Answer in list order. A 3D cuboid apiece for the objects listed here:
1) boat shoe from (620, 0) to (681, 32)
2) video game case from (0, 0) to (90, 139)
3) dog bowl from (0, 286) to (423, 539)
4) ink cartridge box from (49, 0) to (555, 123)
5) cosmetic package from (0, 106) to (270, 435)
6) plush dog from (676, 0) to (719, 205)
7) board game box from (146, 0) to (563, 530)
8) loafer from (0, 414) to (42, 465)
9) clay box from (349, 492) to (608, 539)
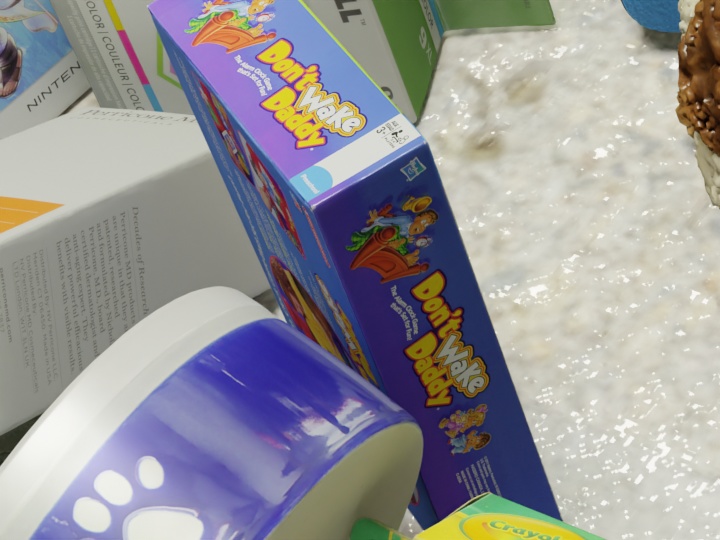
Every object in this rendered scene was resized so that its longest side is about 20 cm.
[{"bbox_3d":[0.146,-0.201,1.126,0.084,0.201,0.069,10,10,-6],"label":"boat shoe"},{"bbox_3d":[-0.155,-0.160,1.168,0.045,0.201,0.181,30,65,36],"label":"video game case"},{"bbox_3d":[-0.066,0.109,0.872,0.079,0.200,0.200,33,64,15],"label":"dog bowl"},{"bbox_3d":[-0.027,-0.116,1.143,0.199,0.104,0.060,-1,48,20],"label":"ink cartridge box"},{"bbox_3d":[-0.122,-0.005,1.034,0.101,0.072,0.200,5,19,29],"label":"cosmetic package"},{"bbox_3d":[0.169,-0.061,0.980,0.160,0.200,0.172,-39,24,33],"label":"plush dog"},{"bbox_3d":[0.000,0.000,0.954,0.045,0.201,0.135,-30,45,-9],"label":"board game box"},{"bbox_3d":[-0.155,0.072,1.053,0.199,0.076,0.070,-8,23,2],"label":"loafer"},{"bbox_3d":[0.083,0.149,0.839,0.199,0.116,0.047,21,30,36],"label":"clay box"}]
